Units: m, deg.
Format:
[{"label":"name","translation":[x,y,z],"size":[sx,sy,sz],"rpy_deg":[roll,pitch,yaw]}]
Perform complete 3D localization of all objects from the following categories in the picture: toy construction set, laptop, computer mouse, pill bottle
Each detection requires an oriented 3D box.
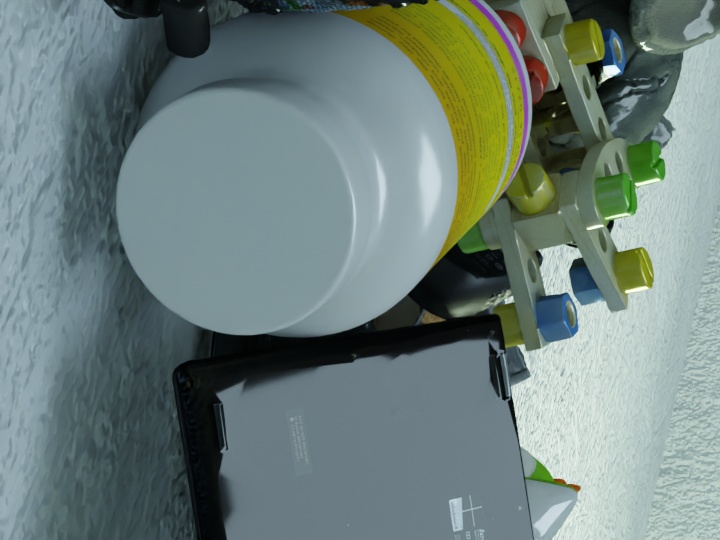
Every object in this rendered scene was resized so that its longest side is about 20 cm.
[{"label":"toy construction set","translation":[0.069,-0.080,0.853],"size":[0.131,0.092,0.200],"rpy_deg":[-66,152,-53]},{"label":"laptop","translation":[0.005,0.115,0.730],"size":[0.200,0.116,0.187],"rpy_deg":[-8,88,-38]},{"label":"computer mouse","translation":[0.065,-0.015,0.962],"size":[0.034,0.059,0.200],"rpy_deg":[-54,164,27]},{"label":"pill bottle","translation":[-0.010,-0.040,0.701],"size":[0.200,0.104,0.104],"rpy_deg":[-43,141,-70]}]

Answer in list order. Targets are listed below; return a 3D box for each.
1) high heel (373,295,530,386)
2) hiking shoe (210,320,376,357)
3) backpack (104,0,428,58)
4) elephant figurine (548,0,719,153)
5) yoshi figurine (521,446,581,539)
[{"label":"high heel","translation":[0.000,0.000,0.943],"size":[0.200,0.071,0.143],"rpy_deg":[-15,86,-58]},{"label":"hiking shoe","translation":[-0.023,0.084,0.826],"size":[0.087,0.074,0.200],"rpy_deg":[-146,-136,-70]},{"label":"backpack","translation":[0.011,-0.170,0.626],"size":[0.191,0.154,0.200],"rpy_deg":[-71,165,-76]},{"label":"elephant figurine","translation":[0.121,-0.148,0.988],"size":[0.200,0.141,0.155],"rpy_deg":[-59,178,26]},{"label":"yoshi figurine","translation":[0.037,0.127,1.047],"size":[0.112,0.112,0.200],"rpy_deg":[-65,171,8]}]
